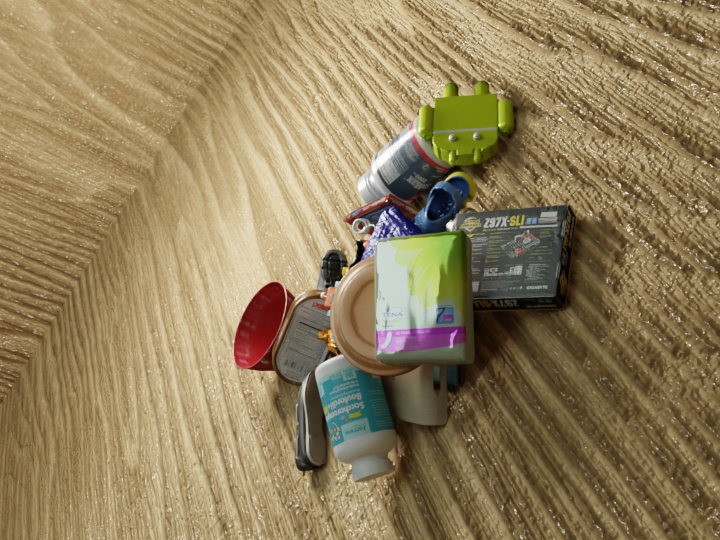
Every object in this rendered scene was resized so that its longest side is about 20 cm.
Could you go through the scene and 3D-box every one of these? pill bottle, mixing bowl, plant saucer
[{"bbox_3d":[-0.003,0.247,1.558,0.110,0.110,0.203,-33,66,40],"label":"pill bottle"},{"bbox_3d":[-0.178,0.138,1.991,0.199,0.107,0.203,-38,37,35],"label":"mixing bowl"},{"bbox_3d":[0.042,0.071,1.513,0.196,0.032,0.204,-4,78,17],"label":"plant saucer"},{"bbox_3d":[0.091,-0.205,1.840,0.199,0.119,0.121,-38,37,36],"label":"pill bottle"}]

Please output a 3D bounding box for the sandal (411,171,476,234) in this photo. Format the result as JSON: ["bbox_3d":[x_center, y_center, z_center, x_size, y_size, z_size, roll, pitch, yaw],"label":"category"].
[{"bbox_3d":[0.128,-0.090,1.656,0.202,0.079,0.087,-60,-14,10],"label":"sandal"}]

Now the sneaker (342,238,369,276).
[{"bbox_3d":[-0.010,0.035,1.829,0.070,0.089,0.203,3,68,57],"label":"sneaker"}]

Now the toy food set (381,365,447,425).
[{"bbox_3d":[0.078,0.176,1.585,0.199,0.060,0.147,2,93,54],"label":"toy food set"}]

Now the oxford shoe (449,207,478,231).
[{"bbox_3d":[0.188,-0.011,1.587,0.073,0.070,0.204,-3,74,52],"label":"oxford shoe"}]

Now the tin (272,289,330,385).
[{"bbox_3d":[-0.106,0.137,1.857,0.042,0.110,0.203,-111,43,-72],"label":"tin"}]

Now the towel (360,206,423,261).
[{"bbox_3d":[0.065,-0.009,1.619,0.149,0.049,0.200,-61,36,17],"label":"towel"}]

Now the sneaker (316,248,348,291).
[{"bbox_3d":[-0.060,0.061,1.930,0.079,0.074,0.204,113,167,-73],"label":"sneaker"}]

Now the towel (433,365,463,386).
[{"bbox_3d":[0.109,0.118,1.596,0.199,0.021,0.150,1,93,56],"label":"towel"}]

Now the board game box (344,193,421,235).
[{"bbox_3d":[0.053,-0.098,1.793,0.199,0.102,0.020,-19,49,65],"label":"board game box"}]

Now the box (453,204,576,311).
[{"bbox_3d":[0.234,-0.017,1.467,0.197,0.049,0.162,-4,59,32],"label":"box"}]

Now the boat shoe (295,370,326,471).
[{"bbox_3d":[-0.103,0.290,1.792,0.057,0.066,0.203,-31,45,34],"label":"boat shoe"}]

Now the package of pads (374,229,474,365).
[{"bbox_3d":[0.096,0.045,1.440,0.152,0.068,0.204,-4,78,23],"label":"package of pads"}]

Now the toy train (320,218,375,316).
[{"bbox_3d":[0.000,0.000,1.757,0.148,0.055,0.204,16,86,25],"label":"toy train"}]

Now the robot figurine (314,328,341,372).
[{"bbox_3d":[-0.033,0.182,1.739,0.200,0.057,0.148,-150,63,-69],"label":"robot figurine"}]

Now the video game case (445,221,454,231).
[{"bbox_3d":[0.131,0.001,1.707,0.181,0.023,0.203,2,69,58],"label":"video game case"}]

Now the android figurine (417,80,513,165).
[{"bbox_3d":[0.196,-0.273,1.726,0.178,0.041,0.203,0,54,11],"label":"android figurine"}]
